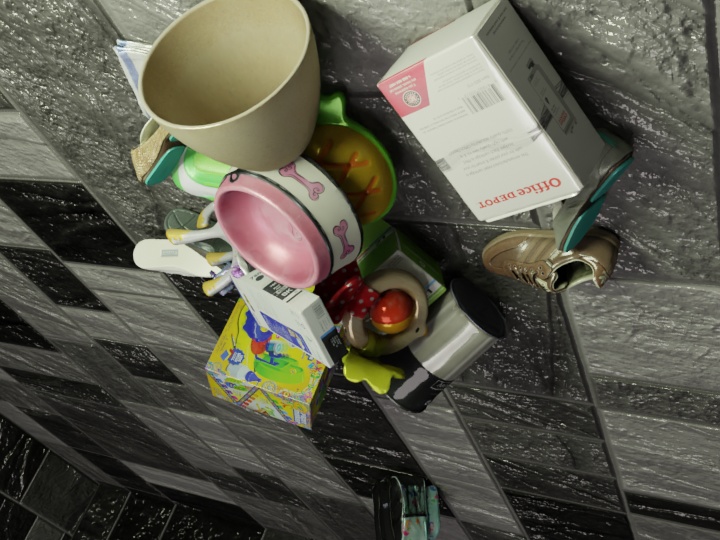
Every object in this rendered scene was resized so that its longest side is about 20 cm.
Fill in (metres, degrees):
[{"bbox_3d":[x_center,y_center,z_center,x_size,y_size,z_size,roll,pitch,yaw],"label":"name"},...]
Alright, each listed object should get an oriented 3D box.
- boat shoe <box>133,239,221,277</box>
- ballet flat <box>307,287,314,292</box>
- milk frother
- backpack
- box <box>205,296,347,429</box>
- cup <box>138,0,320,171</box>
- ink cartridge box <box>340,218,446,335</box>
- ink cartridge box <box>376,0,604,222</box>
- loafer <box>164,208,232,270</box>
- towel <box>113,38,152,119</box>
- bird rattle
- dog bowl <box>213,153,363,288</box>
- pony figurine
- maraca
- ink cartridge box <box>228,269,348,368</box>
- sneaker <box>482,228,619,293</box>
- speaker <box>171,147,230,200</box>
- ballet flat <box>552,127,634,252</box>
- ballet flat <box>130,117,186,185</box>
[{"bbox_3d":[-0.298,-0.019,1.531,0.200,0.072,0.069,-3,172,21],"label":"boat shoe"},{"bbox_3d":[-0.028,0.010,1.379,0.200,0.067,0.067,5,156,34],"label":"ballet flat"},{"bbox_3d":[0.101,0.079,1.354,0.200,0.180,0.188,49,114,9],"label":"milk frother"},{"bbox_3d":[0.110,0.621,2.177,0.150,0.200,0.178,10,154,-20],"label":"backpack"},{"bbox_3d":[-0.140,0.143,1.545,0.192,0.200,0.122,17,150,8],"label":"box"},{"bbox_3d":[-0.124,-0.194,0.982,0.200,0.201,0.143,7,153,26],"label":"cup"},{"bbox_3d":[0.000,0.000,1.265,0.200,0.076,0.148,37,111,-26],"label":"ink cartridge box"},{"bbox_3d":[0.138,-0.162,0.923,0.146,0.083,0.200,-16,122,48],"label":"ink cartridge box"},{"bbox_3d":[-0.230,-0.039,1.452,0.200,0.072,0.063,29,163,4],"label":"loafer"},{"bbox_3d":[-0.217,-0.232,1.153,0.200,0.024,0.147,14,151,15],"label":"towel"},{"bbox_3d":[0.016,0.058,1.219,0.113,0.163,0.200,26,136,61],"label":"bird rattle"},{"bbox_3d":[-0.097,-0.061,1.088,0.200,0.074,0.200,30,149,20],"label":"dog bowl"},{"bbox_3d":[-0.175,-0.036,1.328,0.200,0.167,0.193,-27,100,36],"label":"pony figurine"},{"bbox_3d":[-0.034,-0.139,1.100,0.137,0.107,0.200,-22,116,22],"label":"maraca"},{"bbox_3d":[-0.099,0.056,1.179,0.200,0.039,0.100,22,146,51],"label":"ink cartridge box"},{"bbox_3d":[0.239,-0.008,1.154,0.200,0.076,0.070,-9,139,43],"label":"sneaker"},{"bbox_3d":[-0.158,-0.134,1.211,0.200,0.089,0.089,11,149,20],"label":"speaker"},{"bbox_3d":[0.259,-0.096,1.025,0.064,0.067,0.200,45,155,17],"label":"ballet flat"},{"bbox_3d":[-0.247,-0.188,1.146,0.200,0.070,0.065,-37,81,35],"label":"ballet flat"}]
